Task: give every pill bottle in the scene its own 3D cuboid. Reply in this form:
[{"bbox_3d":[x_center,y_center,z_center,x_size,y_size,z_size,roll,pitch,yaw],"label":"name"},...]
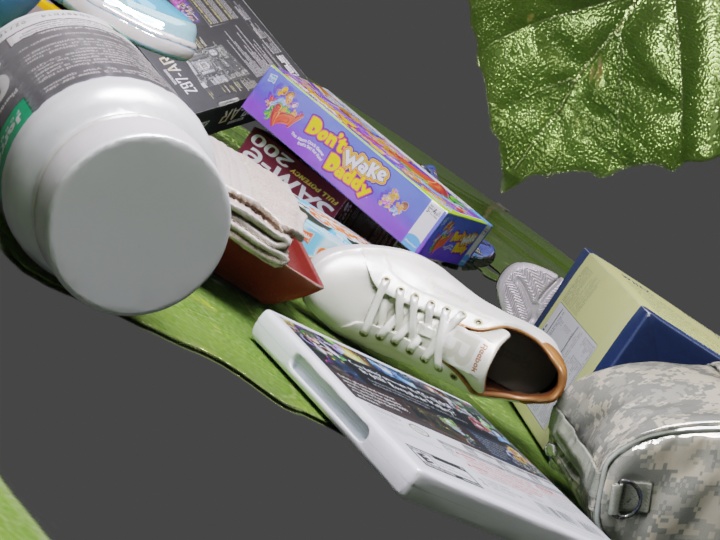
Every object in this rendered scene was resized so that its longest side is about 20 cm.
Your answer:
[{"bbox_3d":[-0.140,-0.059,1.006,0.113,0.114,0.200,30,8,-30],"label":"pill bottle"}]

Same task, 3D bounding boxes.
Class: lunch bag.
[{"bbox_3d":[0.216,0.133,1.258,0.166,0.141,0.200,12,9,-5],"label":"lunch bag"}]

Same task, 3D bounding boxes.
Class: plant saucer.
[{"bbox_3d":[-0.127,-0.051,1.303,0.199,0.037,0.200,33,9,-16],"label":"plant saucer"}]

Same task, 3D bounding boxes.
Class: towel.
[{"bbox_3d":[-0.100,-0.065,1.243,0.132,0.035,0.200,33,8,-14],"label":"towel"}]

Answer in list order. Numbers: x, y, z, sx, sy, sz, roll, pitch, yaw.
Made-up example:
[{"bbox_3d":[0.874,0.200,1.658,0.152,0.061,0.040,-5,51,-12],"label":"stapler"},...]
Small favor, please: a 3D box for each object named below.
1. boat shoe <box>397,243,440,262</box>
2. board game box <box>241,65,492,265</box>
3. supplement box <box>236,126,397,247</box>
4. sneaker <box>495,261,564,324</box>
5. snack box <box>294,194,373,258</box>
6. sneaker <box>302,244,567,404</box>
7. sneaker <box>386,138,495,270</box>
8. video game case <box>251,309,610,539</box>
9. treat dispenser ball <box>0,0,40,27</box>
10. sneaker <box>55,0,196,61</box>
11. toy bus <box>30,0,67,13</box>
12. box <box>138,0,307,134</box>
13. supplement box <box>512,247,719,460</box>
[{"bbox_3d":[0.021,-0.065,1.930,0.199,0.072,0.073,35,23,-12],"label":"boat shoe"},{"bbox_3d":[0.007,-0.086,1.606,0.200,0.045,0.134,41,10,17],"label":"board game box"},{"bbox_3d":[-0.034,-0.063,1.676,0.109,0.061,0.200,37,9,16],"label":"supplement box"},{"bbox_3d":[0.205,0.065,1.910,0.200,0.078,0.112,44,2,-10],"label":"sneaker"},{"bbox_3d":[0.000,0.000,1.521,0.199,0.037,0.116,32,8,-20],"label":"snack box"},{"bbox_3d":[0.055,0.037,1.311,0.198,0.073,0.085,20,6,-10],"label":"sneaker"},{"bbox_3d":[0.066,-0.073,2.032,0.199,0.079,0.075,37,-8,13],"label":"sneaker"},{"bbox_3d":[0.047,0.106,1.143,0.199,0.023,0.182,27,12,-42],"label":"video game case"},{"bbox_3d":[-0.277,-0.241,1.208,0.200,0.202,0.201,34,8,-5],"label":"treat dispenser ball"},{"bbox_3d":[-0.187,-0.255,1.449,0.199,0.131,0.080,33,6,8],"label":"sneaker"},{"bbox_3d":[-0.233,-0.172,1.475,0.078,0.065,0.200,34,8,1],"label":"toy bus"},{"bbox_3d":[-0.163,-0.213,1.698,0.200,0.044,0.160,50,39,13],"label":"box"},{"bbox_3d":[0.238,0.109,1.501,0.199,0.135,0.200,32,8,-14],"label":"supplement box"}]
